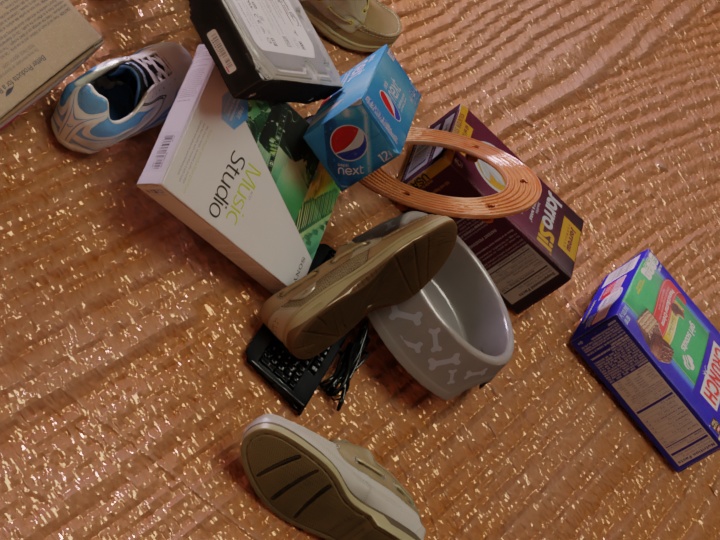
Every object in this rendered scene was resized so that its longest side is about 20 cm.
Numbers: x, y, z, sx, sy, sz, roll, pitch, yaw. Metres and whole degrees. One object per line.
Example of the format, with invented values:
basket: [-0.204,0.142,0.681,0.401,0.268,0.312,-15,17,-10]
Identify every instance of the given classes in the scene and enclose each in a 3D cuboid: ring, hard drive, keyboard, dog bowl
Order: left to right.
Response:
hard drive: [-0.091,-0.216,1.355,0.140,0.038,0.200,62,18,6]
keyboard: [-0.028,0.051,1.421,0.104,0.040,0.200,45,37,-11]
dog bowl: [0.076,0.030,1.508,0.200,0.059,0.200,41,27,-26]
ring: [0.078,-0.093,1.504,0.199,0.019,0.201,10,27,-5]

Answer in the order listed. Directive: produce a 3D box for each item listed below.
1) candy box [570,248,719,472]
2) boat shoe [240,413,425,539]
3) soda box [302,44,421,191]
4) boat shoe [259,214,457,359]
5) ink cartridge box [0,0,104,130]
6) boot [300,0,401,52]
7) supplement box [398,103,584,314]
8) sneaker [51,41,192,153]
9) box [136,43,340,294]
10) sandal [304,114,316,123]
candy box: [0.350,0.102,1.775,0.200,0.077,0.169,50,35,-8]
boat shoe: [-0.024,0.180,1.299,0.200,0.075,0.069,45,30,-25]
soda box: [0.005,-0.146,1.442,0.064,0.068,0.200,54,19,-13]
boat shoe: [0.000,0.000,1.388,0.200,0.071,0.064,-32,52,-23]
ink cartridge box: [-0.328,-0.193,1.250,0.165,0.075,0.200,49,35,-10]
boot: [0.003,-0.321,1.659,0.199,0.155,0.072,21,47,-37]
supplement box: [0.140,-0.066,1.666,0.200,0.086,0.111,42,37,-17]
sneaker: [-0.199,-0.163,1.375,0.072,0.072,0.200,49,35,-4]
box: [-0.098,-0.086,1.366,0.200,0.036,0.145,41,62,-44]
sandal: [-0.036,-0.124,1.539,0.200,0.048,0.076,-26,124,-68]
